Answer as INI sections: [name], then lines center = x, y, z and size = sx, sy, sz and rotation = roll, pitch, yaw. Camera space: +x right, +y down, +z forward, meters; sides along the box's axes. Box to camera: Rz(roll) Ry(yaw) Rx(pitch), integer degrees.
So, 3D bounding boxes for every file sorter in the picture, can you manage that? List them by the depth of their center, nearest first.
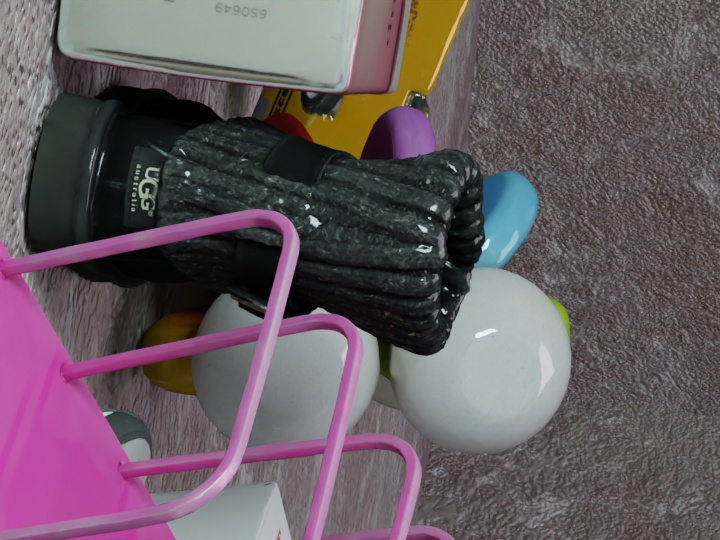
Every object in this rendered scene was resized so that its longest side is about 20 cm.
[file sorter]
center = -0.046, 0.100, 0.833
size = 0.139, 0.125, 0.201
rotation = -75, 148, -47

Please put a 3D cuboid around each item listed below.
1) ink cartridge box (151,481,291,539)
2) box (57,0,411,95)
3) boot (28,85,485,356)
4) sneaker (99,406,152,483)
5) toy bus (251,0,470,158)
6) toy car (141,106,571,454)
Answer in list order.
[ink cartridge box]
center = -0.066, 0.214, 1.153
size = 0.146, 0.084, 0.201
rotation = -73, 154, -61
[box]
center = -0.038, -0.135, 1.020
size = 0.200, 0.108, 0.129
rotation = -34, 132, -83
[boot]
center = -0.030, -0.020, 1.016
size = 0.211, 0.157, 0.080
rotation = -40, 138, -82
[sneaker]
center = -0.098, 0.139, 0.965
size = 0.074, 0.079, 0.201
rotation = 89, 9, -50
[toy bus]
center = 0.007, -0.129, 1.400
size = 0.078, 0.065, 0.201
rotation = 31, -81, 59
[toy car]
center = 0.000, 0.000, 1.219
size = 0.175, 0.199, 0.151
rotation = -151, -118, -76
